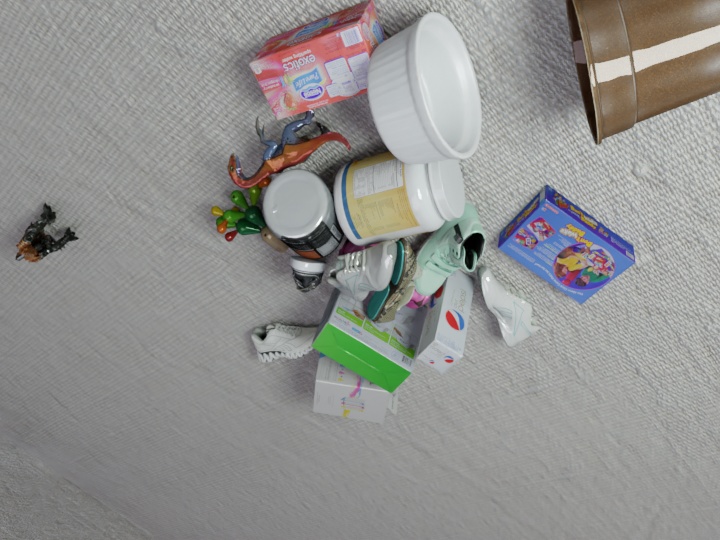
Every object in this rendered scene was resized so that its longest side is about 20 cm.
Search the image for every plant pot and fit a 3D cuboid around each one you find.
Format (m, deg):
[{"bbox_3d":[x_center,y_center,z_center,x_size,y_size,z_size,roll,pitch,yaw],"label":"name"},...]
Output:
[{"bbox_3d":[0.375,-0.288,0.768,0.193,0.203,0.203,-13,126,19],"label":"plant pot"}]

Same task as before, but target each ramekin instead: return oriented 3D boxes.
[{"bbox_3d":[0.093,-0.254,0.889,0.095,0.203,0.203,-8,129,35],"label":"ramekin"}]

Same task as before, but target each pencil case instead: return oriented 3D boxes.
[{"bbox_3d":[0.050,-0.001,1.204,0.197,0.092,0.093,34,141,-14],"label":"pencil case"}]

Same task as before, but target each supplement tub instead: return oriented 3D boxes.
[{"bbox_3d":[-0.093,-0.092,1.096,0.119,0.127,0.200,10,172,10],"label":"supplement tub"},{"bbox_3d":[0.066,-0.130,1.040,0.195,0.147,0.147,-11,127,27],"label":"supplement tub"}]

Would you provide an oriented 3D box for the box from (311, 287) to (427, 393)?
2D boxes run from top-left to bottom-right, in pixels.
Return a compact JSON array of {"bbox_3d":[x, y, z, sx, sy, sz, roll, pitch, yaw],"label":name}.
[{"bbox_3d":[0.023,0.113,1.252,0.196,0.179,0.097,30,134,-9],"label":"box"}]

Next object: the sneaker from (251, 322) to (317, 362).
[{"bbox_3d":[-0.178,0.161,1.447,0.195,0.076,0.083,-15,114,27],"label":"sneaker"}]

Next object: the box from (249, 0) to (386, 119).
[{"bbox_3d":[-0.058,-0.323,0.948,0.195,0.096,0.104,-9,127,27],"label":"box"}]

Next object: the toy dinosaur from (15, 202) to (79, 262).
[{"bbox_3d":[-0.728,-0.060,1.393,0.200,0.135,0.103,44,170,39],"label":"toy dinosaur"}]

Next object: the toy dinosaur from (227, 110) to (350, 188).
[{"bbox_3d":[-0.141,-0.203,1.044,0.182,0.200,0.105,-46,126,-3],"label":"toy dinosaur"}]

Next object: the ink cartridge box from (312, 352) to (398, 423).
[{"bbox_3d":[-0.004,0.253,1.409,0.193,0.131,0.128,8,134,0],"label":"ink cartridge box"}]

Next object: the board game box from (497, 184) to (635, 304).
[{"bbox_3d":[0.361,-0.041,1.083,0.197,0.045,0.135,32,133,-10],"label":"board game box"}]

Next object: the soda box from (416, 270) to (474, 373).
[{"bbox_3d":[0.164,0.089,1.162,0.063,0.203,0.068,30,134,-9],"label":"soda box"}]

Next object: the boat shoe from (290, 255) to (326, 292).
[{"bbox_3d":[-0.105,0.010,1.200,0.068,0.200,0.069,11,91,-2],"label":"boat shoe"}]

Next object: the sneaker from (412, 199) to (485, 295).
[{"bbox_3d":[0.154,-0.015,1.094,0.072,0.120,0.204,15,120,-18],"label":"sneaker"}]

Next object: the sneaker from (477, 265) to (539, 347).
[{"bbox_3d":[0.286,0.060,1.195,0.079,0.071,0.202,-24,123,18],"label":"sneaker"}]

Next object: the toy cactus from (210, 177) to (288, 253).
[{"bbox_3d":[-0.198,-0.093,1.219,0.196,0.104,0.165,-23,130,24],"label":"toy cactus"}]

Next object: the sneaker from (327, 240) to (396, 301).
[{"bbox_3d":[0.000,0.000,1.059,0.078,0.072,0.200,19,153,-18],"label":"sneaker"}]

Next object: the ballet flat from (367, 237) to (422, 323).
[{"bbox_3d":[0.072,0.020,1.129,0.073,0.069,0.203,1,133,-23],"label":"ballet flat"}]
